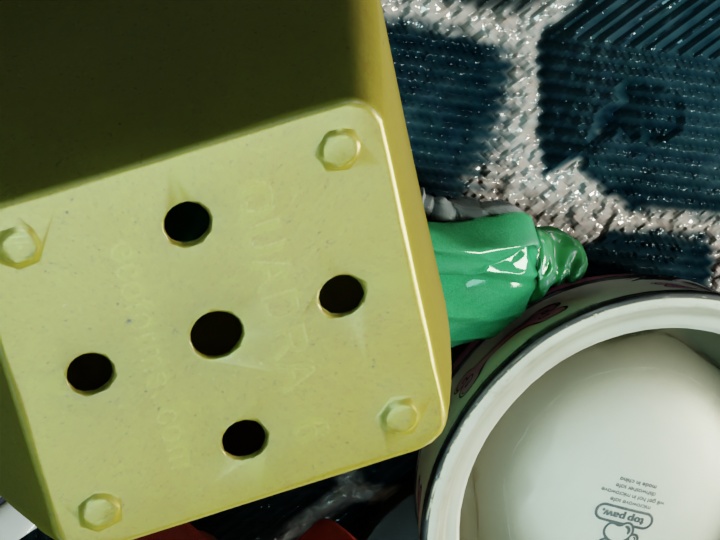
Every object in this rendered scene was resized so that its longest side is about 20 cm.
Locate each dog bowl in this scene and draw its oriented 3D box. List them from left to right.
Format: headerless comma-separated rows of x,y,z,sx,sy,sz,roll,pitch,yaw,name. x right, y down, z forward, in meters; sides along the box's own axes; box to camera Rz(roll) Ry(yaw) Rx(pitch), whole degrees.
0.113,0.090,1.253,0.200,0.074,0.200,-5,112,-14,dog bowl

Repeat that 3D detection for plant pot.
-0.068,-0.021,0.998,0.200,0.176,0.200,-16,122,-6,plant pot

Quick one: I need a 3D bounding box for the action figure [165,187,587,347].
0.000,0.000,1.173,0.200,0.055,0.118,-1,132,-23,action figure

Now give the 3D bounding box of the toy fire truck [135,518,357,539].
-0.044,0.159,1.239,0.112,0.168,0.200,-43,138,-8,toy fire truck

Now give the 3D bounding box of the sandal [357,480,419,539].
0.085,0.113,1.313,0.200,0.045,0.075,-23,125,10,sandal

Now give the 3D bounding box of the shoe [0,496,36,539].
-0.205,0.088,1.149,0.200,0.071,0.091,-29,99,-14,shoe
